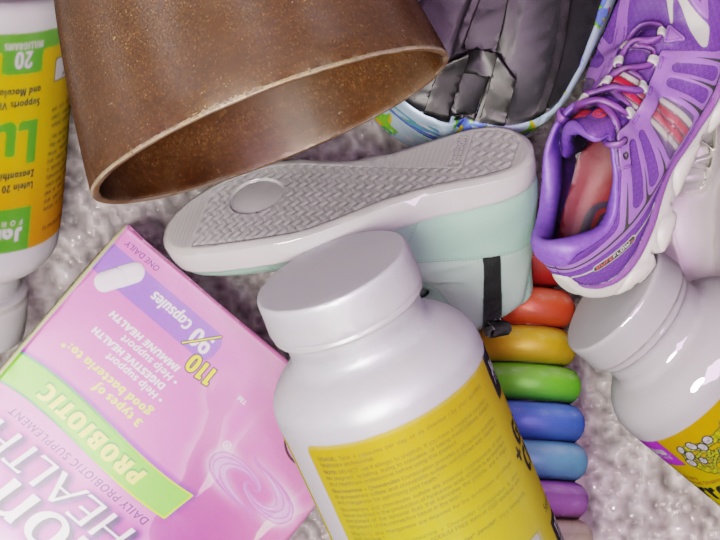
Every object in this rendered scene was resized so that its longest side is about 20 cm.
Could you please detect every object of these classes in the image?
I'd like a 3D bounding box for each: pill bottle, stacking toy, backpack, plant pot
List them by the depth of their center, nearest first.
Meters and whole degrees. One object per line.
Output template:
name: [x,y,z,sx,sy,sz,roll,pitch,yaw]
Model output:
plant pot: [-0.080,-0.160,1.055,0.186,0.187,0.201,-21,84,-7]
pill bottle: [0.023,0.086,1.086,0.112,0.112,0.201,-26,111,-7]
pill bottle: [-0.210,-0.060,1.129,0.110,0.111,0.201,5,113,-8]
backpack: [0.069,-0.162,1.186,0.162,0.154,0.201,12,68,-11]
pill bottle: [0.211,0.074,1.196,0.200,0.104,0.104,39,85,-16]
stacking toy: [0.092,0.059,1.211,0.085,0.085,0.201,3,85,-8]

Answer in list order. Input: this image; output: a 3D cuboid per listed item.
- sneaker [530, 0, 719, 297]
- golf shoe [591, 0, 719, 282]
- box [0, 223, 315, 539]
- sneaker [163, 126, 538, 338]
sneaker: [0.144,-0.085,1.130,0.080,0.083,0.201,13,83,33]
golf shoe: [0.172,-0.081,1.215,0.072,0.092,0.201,-11,92,-11]
box: [-0.126,0.106,1.169,0.176,0.097,0.200,41,85,-6]
sneaker: [0.000,0.000,1.149,0.199,0.074,0.119,-10,129,-1]
